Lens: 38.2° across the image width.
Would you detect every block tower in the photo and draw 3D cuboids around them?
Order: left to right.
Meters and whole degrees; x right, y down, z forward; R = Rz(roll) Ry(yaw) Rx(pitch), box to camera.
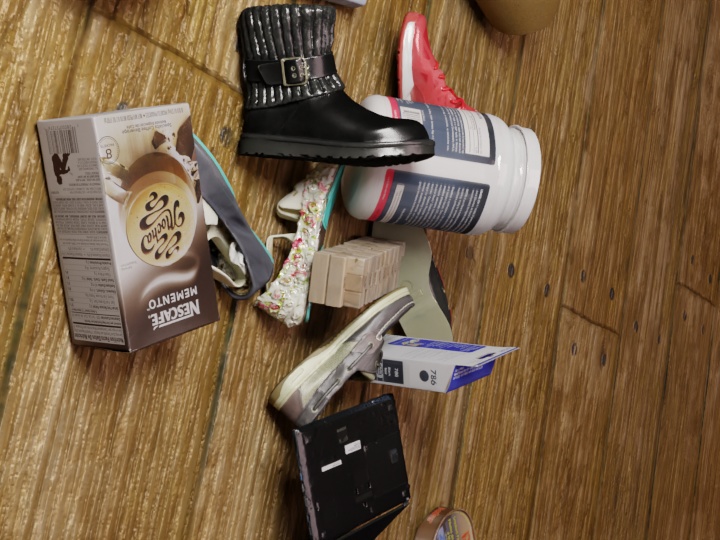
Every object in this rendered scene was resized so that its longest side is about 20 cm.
[{"bbox_3d":[0.000,0.000,1.148,0.200,0.054,0.058,-27,126,-72],"label":"block tower"}]

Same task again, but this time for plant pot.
[{"bbox_3d":[0.206,-0.419,1.371,0.187,0.186,0.200,-60,148,-31],"label":"plant pot"}]

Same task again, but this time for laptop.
[{"bbox_3d":[-0.035,0.254,1.159,0.177,0.103,0.201,-12,93,-53],"label":"laptop"}]

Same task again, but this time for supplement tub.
[{"bbox_3d":[0.088,-0.115,1.178,0.199,0.140,0.141,8,85,-14],"label":"supplement tub"}]

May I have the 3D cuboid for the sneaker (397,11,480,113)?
[{"bbox_3d":[0.104,-0.214,1.267,0.078,0.115,0.201,-78,166,-69],"label":"sneaker"}]

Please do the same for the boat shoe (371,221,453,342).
[{"bbox_3d":[0.062,0.010,1.287,0.063,0.073,0.202,-86,156,-76],"label":"boat shoe"}]

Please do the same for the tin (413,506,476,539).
[{"bbox_3d":[0.120,0.413,1.406,0.112,0.042,0.201,-30,116,-44],"label":"tin"}]

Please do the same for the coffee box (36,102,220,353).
[{"bbox_3d":[-0.201,-0.040,0.914,0.113,0.080,0.201,-22,109,-51],"label":"coffee box"}]

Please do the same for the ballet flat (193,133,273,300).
[{"bbox_3d":[-0.146,-0.046,0.999,0.073,0.073,0.200,-59,137,-33],"label":"ballet flat"}]

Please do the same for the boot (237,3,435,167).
[{"bbox_3d":[-0.025,-0.189,1.051,0.079,0.210,0.158,-20,115,-86],"label":"boot"}]

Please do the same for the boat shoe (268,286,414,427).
[{"bbox_3d":[-0.010,0.098,1.141,0.201,0.072,0.066,-39,84,-21],"label":"boat shoe"}]

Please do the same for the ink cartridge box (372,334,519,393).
[{"bbox_3d":[0.073,0.106,1.188,0.099,0.200,0.039,-13,102,-50],"label":"ink cartridge box"}]

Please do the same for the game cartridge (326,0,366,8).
[{"bbox_3d":[-0.033,-0.400,1.155,0.133,0.040,0.201,-1,93,-49],"label":"game cartridge"}]

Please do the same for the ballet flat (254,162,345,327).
[{"bbox_3d":[-0.065,-0.040,1.108,0.076,0.064,0.201,108,-5,-74],"label":"ballet flat"}]
